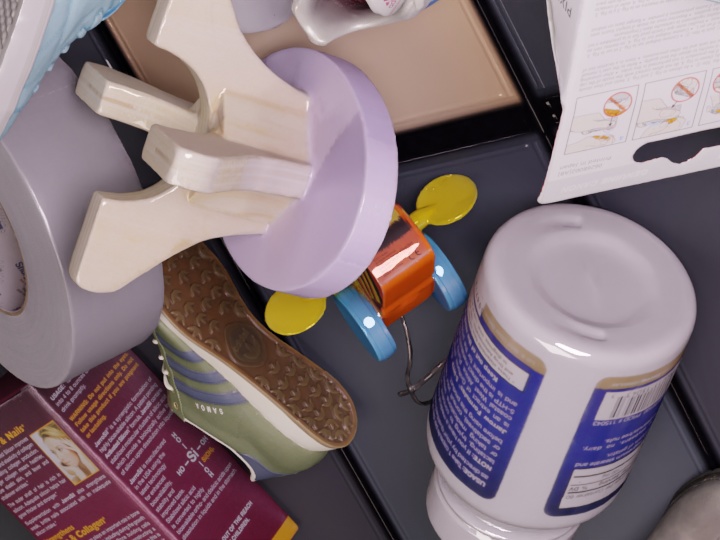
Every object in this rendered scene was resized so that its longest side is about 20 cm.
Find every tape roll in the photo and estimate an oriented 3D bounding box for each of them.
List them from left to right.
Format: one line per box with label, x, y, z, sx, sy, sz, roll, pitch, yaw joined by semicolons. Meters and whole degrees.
tape roll;-0.197;-0.035;1.511;0.200;0.066;0.201;39;143;37

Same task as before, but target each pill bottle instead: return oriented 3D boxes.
pill bottle;0.102;0.072;1.428;0.119;0.120;0.201;28;134;10

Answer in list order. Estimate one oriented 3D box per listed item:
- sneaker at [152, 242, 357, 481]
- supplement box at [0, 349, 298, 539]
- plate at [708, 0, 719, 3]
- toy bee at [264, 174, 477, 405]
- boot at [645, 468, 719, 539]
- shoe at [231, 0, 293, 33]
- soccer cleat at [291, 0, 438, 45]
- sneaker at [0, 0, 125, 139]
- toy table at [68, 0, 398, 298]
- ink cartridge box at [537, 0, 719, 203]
sneaker;-0.100;0.054;1.575;0.200;0.067;0.090;44;132;-8
supplement box;-0.154;0.139;1.664;0.200;0.086;0.110;48;135;-10
plate;0.186;-0.210;1.112;0.026;0.200;0.201;36;152;60
toy bee;0.000;0.000;1.445;0.109;0.131;0.200;51;151;21
boot;0.166;0.209;1.488;0.068;0.131;0.200;37;136;0
shoe;-0.085;-0.213;1.358;0.071;0.091;0.200;-13;148;16
soccer cleat;0.046;-0.166;1.296;0.200;0.086;0.070;-25;109;42
sneaker;-0.161;-0.146;1.395;0.074;0.082;0.201;39;107;52
toy table;-0.073;-0.066;1.367;0.117;0.185;0.200;14;180;-26
ink cartridge box;0.162;-0.130;1.215;0.201;0.161;0.050;100;151;-47
